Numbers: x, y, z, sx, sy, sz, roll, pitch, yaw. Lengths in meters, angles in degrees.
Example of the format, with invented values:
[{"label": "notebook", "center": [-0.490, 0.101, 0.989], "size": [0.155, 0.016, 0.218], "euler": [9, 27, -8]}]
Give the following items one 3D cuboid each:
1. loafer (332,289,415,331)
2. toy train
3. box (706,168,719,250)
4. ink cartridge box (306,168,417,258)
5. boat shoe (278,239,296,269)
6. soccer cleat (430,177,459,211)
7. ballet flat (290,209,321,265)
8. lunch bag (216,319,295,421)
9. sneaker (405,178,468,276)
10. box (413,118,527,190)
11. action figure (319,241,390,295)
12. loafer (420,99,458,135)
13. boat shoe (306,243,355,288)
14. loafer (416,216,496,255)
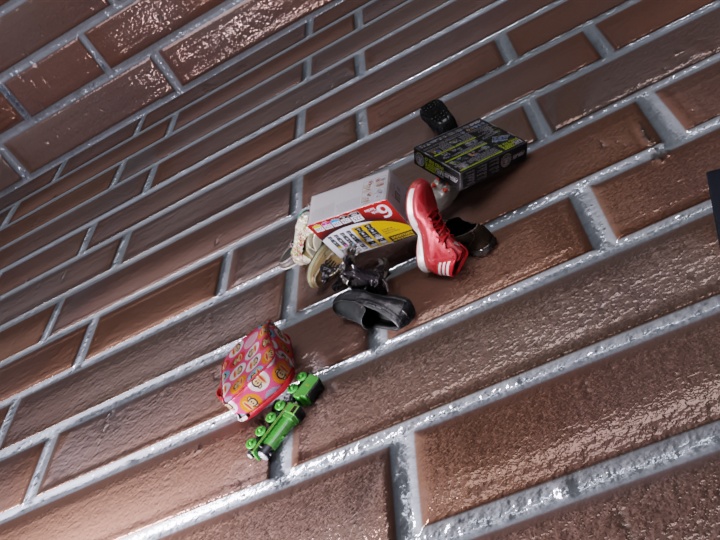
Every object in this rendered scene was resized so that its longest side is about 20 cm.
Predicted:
[{"label": "loafer", "center": [0.016, 0.082, 1.595], "size": [0.199, 0.068, 0.070], "euler": [4, 40, 40]}, {"label": "toy train", "center": [-0.139, 0.274, 1.512], "size": [0.056, 0.042, 0.200], "euler": [14, 55, 38]}, {"label": "box", "center": [0.564, -0.025, 1.122], "size": [0.103, 0.183, 0.201], "euler": [-15, 36, 27]}, {"label": "ink cartridge box", "center": [0.020, -0.103, 1.693], "size": [0.199, 0.176, 0.084], "euler": [-16, 50, 30]}, {"label": "boat shoe", "center": [-0.126, -0.082, 1.958], "size": [0.199, 0.057, 0.067], "euler": [-37, 32, -4]}, {"label": "soccer cleat", "center": [0.200, -0.195, 1.805], "size": [0.069, 0.078, 0.200], "euler": [28, 45, 17]}, {"label": "ballet flat", "center": [-0.118, -0.059, 1.840], "size": [0.075, 0.201, 0.064], "euler": [-34, 66, -22]}, {"label": "lunch bag", "center": [-0.217, 0.204, 1.612], "size": [0.176, 0.082, 0.200], "euler": [-41, 23, 9]}, {"label": "sneaker", "center": [0.160, -0.081, 1.573], "size": [0.078, 0.201, 0.115], "euler": [-35, 34, -33]}, {"label": "box", "center": [0.241, -0.259, 1.777], "size": [0.199, 0.045, 0.160], "euler": [-27, 43, -25]}, {"label": "action figure", "center": [0.000, 0.000, 1.676], "size": [0.199, 0.119, 0.103], "euler": [2, 62, 53]}, {"label": "loafer", "center": [0.199, -0.376, 2.028], "size": [0.068, 0.071, 0.201], "euler": [-32, 27, 6]}, {"label": "boat shoe", "center": [-0.045, -0.036, 1.818], "size": [0.076, 0.072, 0.201], "euler": [16, 57, 32]}, {"label": "loafer", "center": [0.189, -0.082, 1.652], "size": [0.199, 0.072, 0.073], "euler": [6, 49, 47]}]
